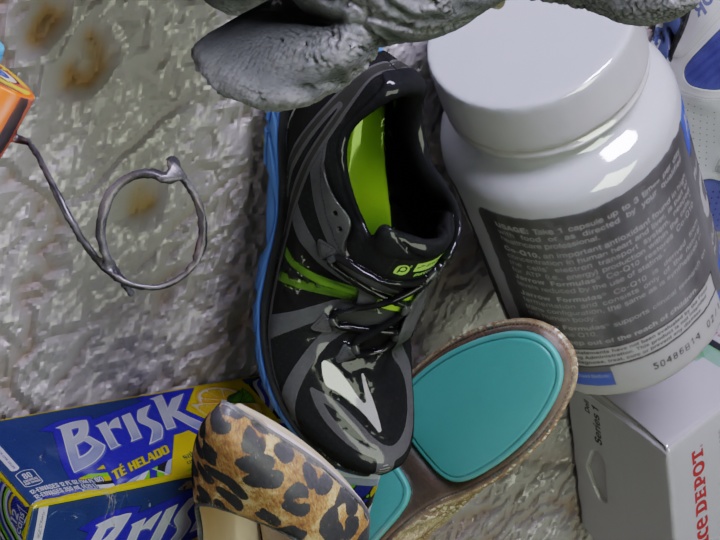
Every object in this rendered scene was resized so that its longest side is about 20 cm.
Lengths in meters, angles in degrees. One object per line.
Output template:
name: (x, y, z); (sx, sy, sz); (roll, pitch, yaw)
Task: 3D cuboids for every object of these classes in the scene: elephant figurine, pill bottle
elephant figurine: (-0.009, -0.126, 0.707); (0.155, 0.200, 0.142); (-46, 140, -6)
pill bottle: (0.102, -0.043, 0.940); (0.114, 0.114, 0.201); (-40, 139, -13)

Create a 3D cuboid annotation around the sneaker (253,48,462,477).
sneaker: (0.000, 0.000, 0.872); (0.070, 0.082, 0.202); (-14, 113, -35)

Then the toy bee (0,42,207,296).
toy bee: (-0.162, -0.060, 0.707); (0.131, 0.109, 0.201); (-38, 114, -3)

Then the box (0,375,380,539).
box: (-0.084, 0.099, 0.909); (0.199, 0.064, 0.071); (-8, 123, -40)

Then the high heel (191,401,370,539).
high heel: (-0.054, 0.151, 0.846); (0.143, 0.071, 0.201); (-59, 152, -24)

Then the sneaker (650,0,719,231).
sneaker: (0.200, -0.092, 0.995); (0.080, 0.115, 0.201); (-24, 133, -27)

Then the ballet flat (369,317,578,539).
ballet flat: (0.037, 0.089, 0.994); (0.200, 0.071, 0.065); (-40, 164, 25)

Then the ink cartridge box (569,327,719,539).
ink cartridge box: (0.224, 0.076, 1.166); (0.199, 0.084, 0.146); (-33, 137, -20)
